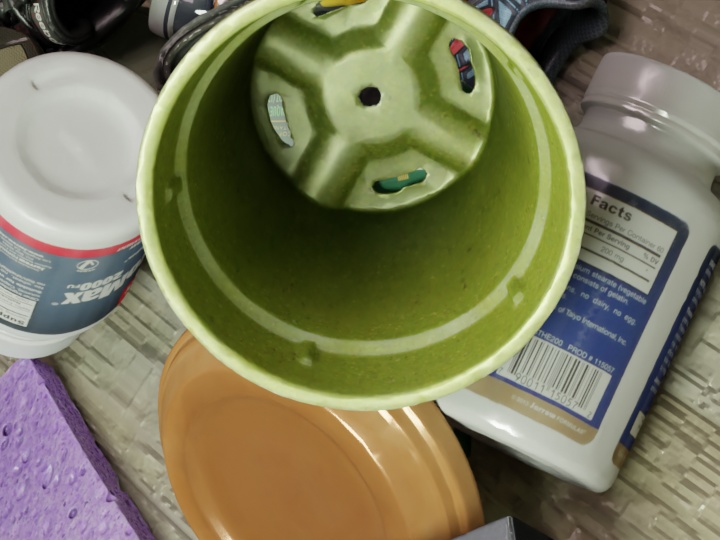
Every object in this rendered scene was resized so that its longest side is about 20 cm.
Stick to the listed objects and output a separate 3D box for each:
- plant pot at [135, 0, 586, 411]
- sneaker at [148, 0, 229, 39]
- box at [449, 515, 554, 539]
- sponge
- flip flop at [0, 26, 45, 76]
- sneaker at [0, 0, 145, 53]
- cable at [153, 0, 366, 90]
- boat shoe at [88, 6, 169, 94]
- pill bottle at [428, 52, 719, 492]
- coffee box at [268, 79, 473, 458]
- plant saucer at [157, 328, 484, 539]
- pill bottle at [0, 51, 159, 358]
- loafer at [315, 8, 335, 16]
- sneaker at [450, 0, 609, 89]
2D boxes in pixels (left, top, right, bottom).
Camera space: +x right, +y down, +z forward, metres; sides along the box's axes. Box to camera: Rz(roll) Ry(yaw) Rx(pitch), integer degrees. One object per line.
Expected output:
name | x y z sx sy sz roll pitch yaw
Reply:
plant pot | 0.004 -0.061 1.116 0.200 0.200 0.184 -42 13 15
sneaker | -0.055 -0.223 1.437 0.079 0.078 0.201 22 85 10
box | 0.027 0.223 1.122 0.199 0.115 0.133 -27 53 27
sponge | -0.191 0.152 1.397 0.112 0.030 0.200 -48 47 11
flip flop | -0.245 -0.077 1.445 0.200 0.057 0.081 -46 49 36
sneaker | -0.201 -0.163 1.436 0.200 0.071 0.098 -24 30 24
cable | -0.040 -0.166 1.322 0.199 0.050 0.098 -18 64 22
boat shoe | -0.108 -0.080 1.428 0.071 0.061 0.202 -20 50 -15
pill bottle | 0.115 -0.001 1.166 0.111 0.111 0.201 21 82 43
coffee box | 0.000 0.000 1.245 0.122 0.044 0.201 2 85 15
plant saucer | -0.029 0.109 1.185 0.199 0.201 0.037 2 28 40
pill bottle | -0.181 -0.029 1.369 0.200 0.119 0.120 124 151 -60
loafer | 0.008 -0.154 1.354 0.070 0.068 0.202 -16 52 64
sneaker | 0.056 -0.100 1.288 0.200 0.079 0.096 -50 49 9
